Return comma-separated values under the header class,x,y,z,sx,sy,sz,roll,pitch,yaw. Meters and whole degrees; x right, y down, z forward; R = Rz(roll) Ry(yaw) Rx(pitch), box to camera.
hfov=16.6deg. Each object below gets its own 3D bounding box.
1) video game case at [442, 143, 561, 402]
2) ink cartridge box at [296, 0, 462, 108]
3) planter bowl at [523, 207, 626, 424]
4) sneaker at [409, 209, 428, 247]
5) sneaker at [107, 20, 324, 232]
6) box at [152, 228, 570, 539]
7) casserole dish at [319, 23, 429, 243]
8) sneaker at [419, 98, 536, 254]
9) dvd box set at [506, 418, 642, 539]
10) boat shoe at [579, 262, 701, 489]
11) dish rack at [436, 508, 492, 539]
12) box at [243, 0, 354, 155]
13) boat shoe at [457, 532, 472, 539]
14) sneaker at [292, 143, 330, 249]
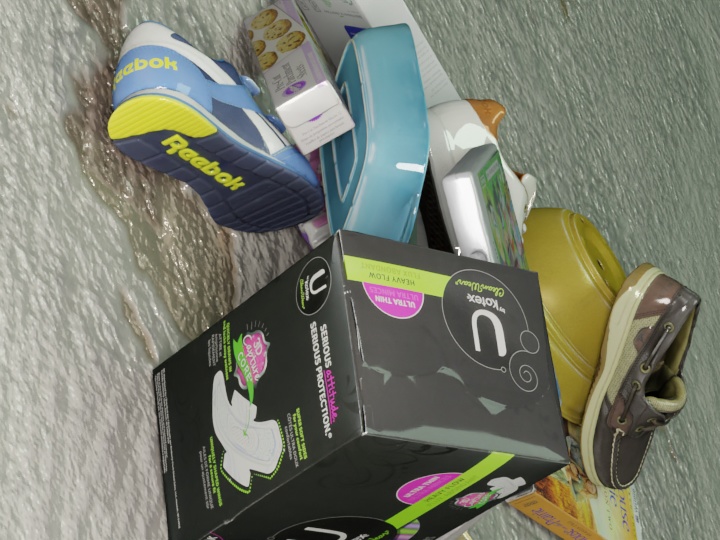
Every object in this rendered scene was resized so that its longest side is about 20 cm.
class,x,y,z,sx,sy,sz,roll,pitch,yaw
video game case,0.091,0.018,1.540,0.200,0.022,0.182,-48,124,-80
ink cartridge box,0.023,-0.143,1.808,0.039,0.099,0.200,-40,117,-19
planter bowl,0.158,0.013,1.933,0.200,0.083,0.201,51,18,-23
sneaker,0.050,0.019,1.766,0.118,0.074,0.201,-151,-115,-71
sneaker,-0.087,-0.089,1.563,0.200,0.074,0.082,41,33,-51
box,-0.004,0.082,1.404,0.148,0.200,0.125,10,60,-34
casserole dish,0.006,-0.081,1.595,0.039,0.121,0.200,11,34,-13
sneaker,0.091,-0.020,1.671,0.073,0.085,0.200,24,-51,64
dvd box set,0.163,0.145,1.960,0.200,0.029,0.147,37,40,-50
boat shoe,0.217,0.092,1.892,0.073,0.065,0.200,-32,138,-41
dish rack,0.037,0.099,1.543,0.043,0.200,0.172,1,64,-26
box,-0.043,-0.133,1.639,0.039,0.041,0.200,58,5,-23
boat shoe,0.076,0.219,1.628,0.074,0.069,0.200,44,16,-20
sneaker,0.000,0.000,1.684,0.200,0.080,0.089,62,-25,26
